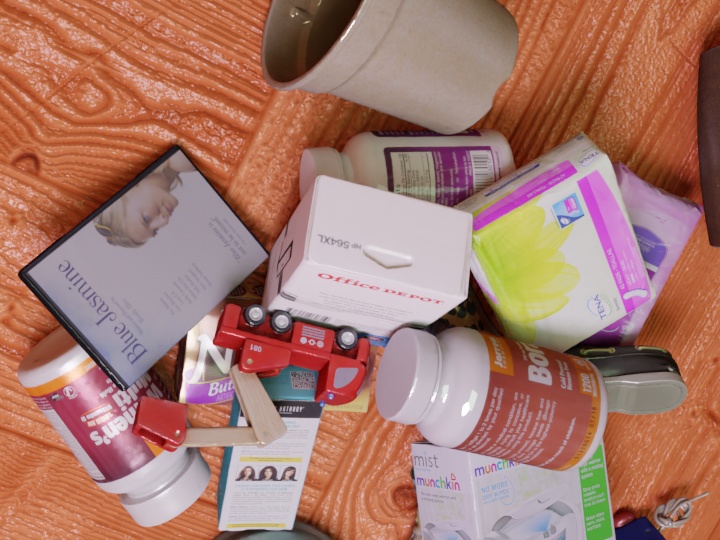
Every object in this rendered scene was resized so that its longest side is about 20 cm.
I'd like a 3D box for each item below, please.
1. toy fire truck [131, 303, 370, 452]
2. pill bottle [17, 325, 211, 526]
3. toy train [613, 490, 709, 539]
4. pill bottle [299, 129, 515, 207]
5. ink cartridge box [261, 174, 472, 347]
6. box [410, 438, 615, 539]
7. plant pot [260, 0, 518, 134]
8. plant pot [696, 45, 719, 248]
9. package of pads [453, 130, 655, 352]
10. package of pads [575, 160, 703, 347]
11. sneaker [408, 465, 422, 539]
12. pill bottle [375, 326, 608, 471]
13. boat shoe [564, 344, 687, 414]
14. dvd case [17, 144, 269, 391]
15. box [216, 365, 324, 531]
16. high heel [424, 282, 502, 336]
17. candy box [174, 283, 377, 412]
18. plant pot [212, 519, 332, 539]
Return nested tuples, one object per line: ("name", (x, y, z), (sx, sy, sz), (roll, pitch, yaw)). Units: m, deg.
("toy fire truck", (-0.095, 0.107, 0.923), (0.199, 0.049, 0.142), (16, 66, -12))
("pill bottle", (-0.235, 0.146, 0.990), (0.109, 0.110, 0.201), (-32, 110, -4))
("toy train", (0.345, 0.353, 1.219), (0.199, 0.085, 0.116), (-24, 120, -7))
("pill bottle", (0.044, -0.082, 0.999), (0.199, 0.112, 0.113), (-3, 106, -13))
("ink cartridge box", (0.000, 0.000, 0.925), (0.145, 0.200, 0.085), (13, 69, -13))
("box", (0.163, 0.249, 1.060), (0.199, 0.097, 0.177), (-5, 88, -36))
("plant pot", (0.037, -0.222, 0.931), (0.183, 0.200, 0.201), (22, 99, -31))
("plant pot", (0.431, -0.148, 1.059), (0.186, 0.187, 0.201), (-19, 95, -9))
("package of pads", (0.187, -0.012, 0.978), (0.154, 0.068, 0.200), (-31, 127, 2))
("package of pads", (0.270, -0.009, 1.098), (0.120, 0.076, 0.201), (24, 98, -17))
("sneaker", (0.075, 0.273, 1.125), (0.200, 0.079, 0.131), (-43, 113, -10))
("pill bottle", (0.120, 0.116, 0.941), (0.199, 0.112, 0.113), (15, 101, -22))
("boat shoe", (0.236, 0.112, 1.062), (0.200, 0.061, 0.072), (2, 133, -4))
("dvd case", (-0.197, -0.006, 0.948), (0.143, 0.018, 0.200), (50, 62, -11))
("box", (-0.095, 0.184, 1.030), (0.082, 0.049, 0.201), (3, 128, -15))
("high heel", (0.161, 0.065, 1.088), (0.199, 0.071, 0.143), (6, 110, -7))
("candy box", (-0.085, 0.078, 1.040), (0.199, 0.056, 0.117), (6, 104, -17))
("plant pot", (-0.091, 0.374, 1.053), (0.199, 0.134, 0.201), (0, 91, -7))
